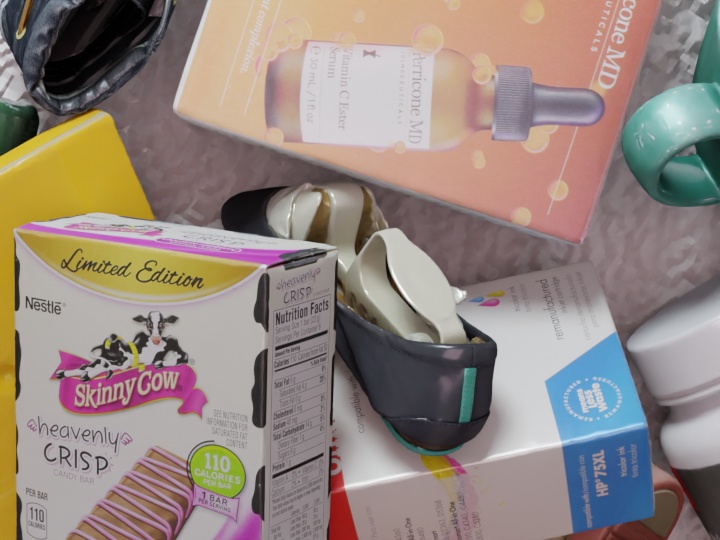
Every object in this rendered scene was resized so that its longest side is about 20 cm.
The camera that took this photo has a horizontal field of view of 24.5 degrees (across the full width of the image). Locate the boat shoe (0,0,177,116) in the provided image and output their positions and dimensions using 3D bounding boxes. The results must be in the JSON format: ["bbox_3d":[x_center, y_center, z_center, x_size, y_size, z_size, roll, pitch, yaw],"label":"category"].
[{"bbox_3d":[-0.096,-0.164,0.773,0.071,0.091,0.200,27,109,-33],"label":"boat shoe"}]

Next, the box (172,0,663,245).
[{"bbox_3d":[0.029,-0.114,0.796,0.199,0.106,0.153,17,92,-4],"label":"box"}]

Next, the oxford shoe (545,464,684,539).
[{"bbox_3d":[0.080,0.163,0.845,0.200,0.074,0.071,-51,139,11],"label":"oxford shoe"}]

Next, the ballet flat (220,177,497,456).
[{"bbox_3d":[0.000,0.000,0.769,0.073,0.200,0.073,-21,136,-22],"label":"ballet flat"}]

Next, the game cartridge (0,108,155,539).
[{"bbox_3d":[-0.170,0.047,0.768,0.200,0.032,0.177,-32,116,-25],"label":"game cartridge"}]

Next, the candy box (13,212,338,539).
[{"bbox_3d":[-0.083,0.082,0.728,0.136,0.061,0.201,7,101,29],"label":"candy box"}]

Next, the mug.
[{"bbox_3d":[0.220,-0.084,0.792,0.184,0.115,0.153,9,62,5],"label":"mug"}]

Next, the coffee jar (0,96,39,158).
[{"bbox_3d":[-0.224,0.006,0.800,0.104,0.085,0.201,11,93,-4],"label":"coffee jar"}]

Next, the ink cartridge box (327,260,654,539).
[{"bbox_3d":[0.029,0.075,0.793,0.199,0.116,0.067,-12,132,1],"label":"ink cartridge box"}]

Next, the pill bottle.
[{"bbox_3d":[0.219,0.100,0.815,0.114,0.114,0.200,-30,94,-1],"label":"pill bottle"}]
